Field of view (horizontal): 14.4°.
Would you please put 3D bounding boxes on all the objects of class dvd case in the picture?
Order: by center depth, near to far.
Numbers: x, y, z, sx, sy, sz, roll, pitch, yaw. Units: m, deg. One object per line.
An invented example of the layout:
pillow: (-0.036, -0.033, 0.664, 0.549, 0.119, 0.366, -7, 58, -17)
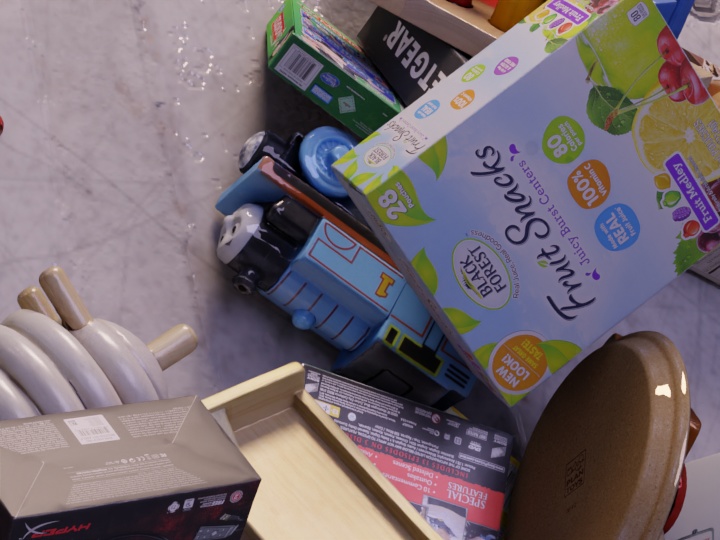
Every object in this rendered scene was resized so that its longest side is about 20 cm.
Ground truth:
dvd case: (0.008, 0.168, 1.654, 0.146, 0.022, 0.200, 19, 64, -18)

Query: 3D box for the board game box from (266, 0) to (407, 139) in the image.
board game box: (0.029, -0.090, 1.776, 0.200, 0.029, 0.135, 36, 10, -11)

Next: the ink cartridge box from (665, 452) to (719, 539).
ink cartridge box: (0.238, 0.228, 1.731, 0.147, 0.083, 0.200, 36, 48, -38)

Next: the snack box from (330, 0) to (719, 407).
snack box: (0.112, -0.049, 1.642, 0.200, 0.068, 0.169, -38, 116, -3)

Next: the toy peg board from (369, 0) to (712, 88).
toy peg board: (0.114, -0.189, 1.784, 0.199, 0.098, 0.200, 30, 20, 22)

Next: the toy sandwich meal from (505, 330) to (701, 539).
toy sandwich meal: (0.152, 0.127, 1.659, 0.070, 0.205, 0.205, 21, 55, -20)

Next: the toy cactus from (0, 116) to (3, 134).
toy cactus: (-0.270, -0.137, 1.627, 0.200, 0.102, 0.165, 40, 40, 2)

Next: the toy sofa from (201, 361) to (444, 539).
toy sofa: (-0.017, 0.152, 1.559, 0.083, 0.098, 0.200, -23, 48, -27)

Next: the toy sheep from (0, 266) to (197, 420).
toy sheep: (-0.171, 0.079, 1.539, 0.200, 0.138, 0.138, -32, 85, -21)

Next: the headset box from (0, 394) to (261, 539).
headset box: (-0.154, 0.170, 1.473, 0.148, 0.200, 0.075, -5, 39, -36)

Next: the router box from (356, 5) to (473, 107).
router box: (0.092, -0.093, 1.771, 0.149, 0.051, 0.200, 30, 13, -27)

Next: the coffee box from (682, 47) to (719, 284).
coffee box: (0.243, -0.063, 1.918, 0.200, 0.080, 0.113, 25, 54, -20)

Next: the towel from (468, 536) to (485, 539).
towel: (0.026, 0.271, 1.597, 0.200, 0.032, 0.191, -23, 85, -28)

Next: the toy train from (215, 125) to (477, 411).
toy train: (0.000, 0.000, 1.725, 0.200, 0.087, 0.114, 36, 57, -12)

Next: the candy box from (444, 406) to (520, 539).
candy box: (0.102, 0.180, 1.729, 0.200, 0.026, 0.102, 41, 53, -8)
